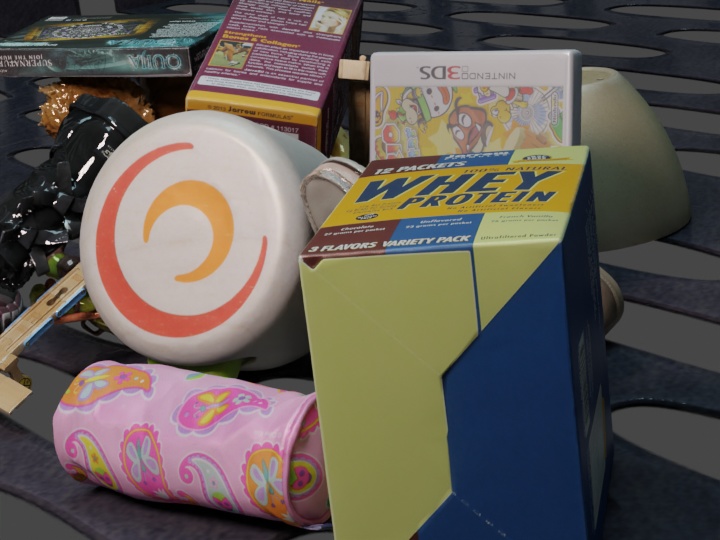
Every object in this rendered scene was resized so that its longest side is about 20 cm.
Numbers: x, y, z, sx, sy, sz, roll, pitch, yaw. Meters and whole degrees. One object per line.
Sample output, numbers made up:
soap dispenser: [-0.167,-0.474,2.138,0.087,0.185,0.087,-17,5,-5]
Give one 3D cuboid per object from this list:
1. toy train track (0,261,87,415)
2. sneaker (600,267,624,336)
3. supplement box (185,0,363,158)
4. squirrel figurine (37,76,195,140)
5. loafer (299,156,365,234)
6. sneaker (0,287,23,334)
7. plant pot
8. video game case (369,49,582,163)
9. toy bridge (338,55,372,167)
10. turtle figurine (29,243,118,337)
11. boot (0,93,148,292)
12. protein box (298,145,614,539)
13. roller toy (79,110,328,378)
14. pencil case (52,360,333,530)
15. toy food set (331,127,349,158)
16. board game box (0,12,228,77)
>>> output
toy train track: [-0.247,0.057,1.307,0.114,0.033,0.200,23,59,39]
sneaker: [0.094,-0.005,1.303,0.200,0.071,0.075,26,36,23]
supplement box: [-0.069,-0.153,1.482,0.110,0.086,0.200,9,38,6]
squirrel figurine: [-0.190,-0.118,1.595,0.141,0.187,0.200,2,-13,39]
loafer: [0.020,0.015,1.172,0.063,0.200,0.072,-30,-8,-43]
sneaker: [-0.341,0.007,1.459,0.075,0.116,0.200,-3,17,15]
plant pot: [0.189,-0.106,1.580,0.199,0.135,0.200,-7,17,2]
video game case: [0.087,-0.071,1.391,0.181,0.201,0.023,4,7,33]
toy bridge: [-0.007,-0.077,1.462,0.027,0.201,0.067,6,1,11]
turtle figurine: [-0.191,0.020,1.440,0.199,0.065,0.161,-5,29,-32]
boot: [-0.242,-0.059,1.400,0.163,0.073,0.198,-48,15,-10]
protein box: [0.062,0.053,0.982,0.134,0.199,0.200,-3,16,12]
roller toy: [-0.095,-0.020,1.292,0.200,0.183,0.140,-43,-20,14]
pencil case: [-0.093,0.105,1.088,0.199,0.088,0.087,5,20,34]
toy food set: [-0.053,-0.098,1.604,0.049,0.200,0.198,-37,48,16]
board game box: [-0.215,-0.199,1.566,0.199,0.028,0.135,2,21,18]
